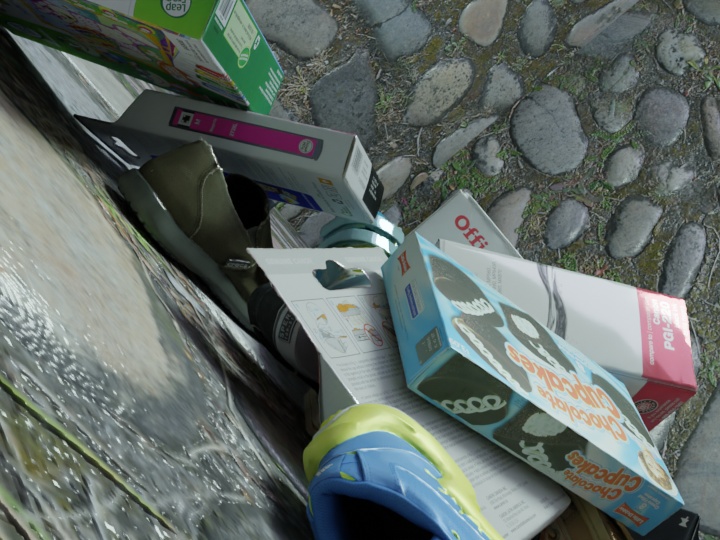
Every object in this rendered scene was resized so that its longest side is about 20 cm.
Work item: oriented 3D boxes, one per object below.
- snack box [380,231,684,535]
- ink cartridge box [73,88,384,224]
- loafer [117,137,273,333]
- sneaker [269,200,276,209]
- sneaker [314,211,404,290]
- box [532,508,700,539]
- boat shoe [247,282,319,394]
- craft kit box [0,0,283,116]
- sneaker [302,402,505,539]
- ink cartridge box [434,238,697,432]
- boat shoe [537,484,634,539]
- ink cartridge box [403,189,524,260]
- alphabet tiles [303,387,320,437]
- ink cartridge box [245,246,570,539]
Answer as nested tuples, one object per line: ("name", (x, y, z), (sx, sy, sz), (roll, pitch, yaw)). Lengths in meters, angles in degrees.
("snack box", (0.102, 0.069, 0.638), (0.200, 0.037, 0.116), (34, 23, -26))
("ink cartridge box", (-0.088, -0.081, 0.731), (0.199, 0.037, 0.095), (12, -12, 15))
("loafer", (-0.081, -0.019, 0.709), (0.075, 0.070, 0.200), (51, 0, 30))
("sneaker", (-0.149, -0.121, 1.167), (0.146, 0.077, 0.202), (39, 11, -8))
("sneaker", (0.000, 0.000, 0.788), (0.079, 0.131, 0.200), (17, -17, -10))
("box", (0.164, 0.207, 0.855), (0.199, 0.079, 0.141), (16, -17, 22))
("boat shoe", (0.001, 0.062, 0.691), (0.056, 0.069, 0.200), (24, -14, 42))
("craft kit box", (-0.157, -0.160, 0.646), (0.197, 0.049, 0.200), (23, -3, 7))
("sneaker", (0.043, 0.146, 0.436), (0.200, 0.076, 0.105), (44, 12, 5))
("ink cartridge box", (0.124, 0.067, 0.795), (0.146, 0.199, 0.085), (118, -19, -54))
("boat shoe", (0.128, 0.161, 0.680), (0.073, 0.063, 0.200), (49, 9, -35))
("ink cartridge box", (0.059, 0.049, 0.948), (0.145, 0.200, 0.084), (50, 0, 2))
("alphabet tiles", (0.030, 0.161, 0.689), (0.200, 0.015, 0.196), (51, 0, -8))
("ink cartridge box", (0.021, 0.076, 0.592), (0.200, 0.050, 0.161), (51, 22, 17))
